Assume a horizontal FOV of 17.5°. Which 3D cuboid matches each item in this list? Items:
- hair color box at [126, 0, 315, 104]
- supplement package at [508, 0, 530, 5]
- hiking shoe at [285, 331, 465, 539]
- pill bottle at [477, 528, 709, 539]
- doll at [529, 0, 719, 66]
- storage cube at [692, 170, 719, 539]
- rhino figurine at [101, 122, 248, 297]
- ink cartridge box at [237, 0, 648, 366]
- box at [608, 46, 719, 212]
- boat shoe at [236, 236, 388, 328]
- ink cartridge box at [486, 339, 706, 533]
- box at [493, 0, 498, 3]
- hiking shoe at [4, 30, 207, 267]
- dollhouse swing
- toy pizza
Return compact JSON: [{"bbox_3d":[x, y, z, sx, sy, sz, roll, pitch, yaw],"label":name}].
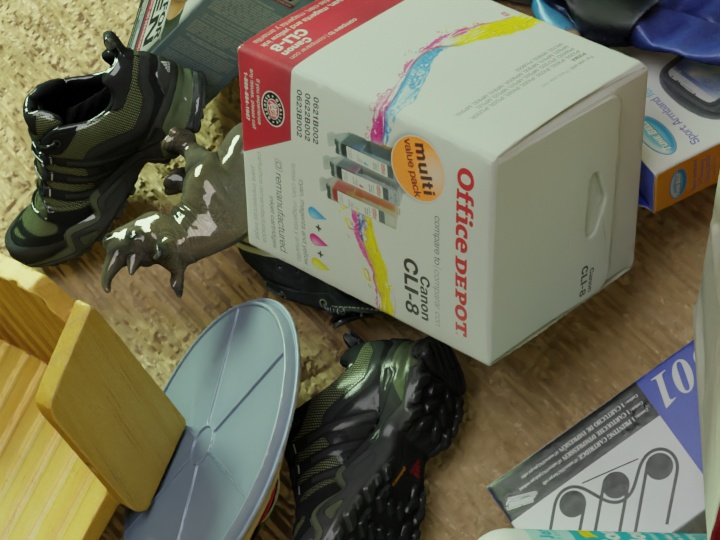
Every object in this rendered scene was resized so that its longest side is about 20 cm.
[{"bbox_3d":[-0.087,-0.188,1.562,0.200,0.060,0.099,-36,34,50],"label":"hair color box"},{"bbox_3d":[0.066,-0.261,1.579,0.199,0.114,0.110,14,73,25],"label":"supplement package"},{"bbox_3d":[-0.011,0.130,1.444,0.100,0.076,0.201,5,58,42],"label":"hiking shoe"},{"bbox_3d":[0.124,0.199,1.292,0.199,0.111,0.111,3,63,-11],"label":"pill bottle"},{"bbox_3d":[0.170,-0.167,1.444,0.199,0.049,0.137,17,42,21],"label":"doll"},{"bbox_3d":[0.282,0.037,1.271,0.179,0.171,0.201,2,51,0],"label":"storage cube"},{"bbox_3d":[-0.091,-0.053,1.503,0.200,0.060,0.087,-42,54,-18],"label":"rhino figurine"},{"bbox_3d":[0.049,-0.067,1.386,0.200,0.146,0.144,26,42,34],"label":"ink cartridge box"},{"bbox_3d":[0.212,-0.114,1.451,0.199,0.042,0.119,-25,53,-18],"label":"box"},{"bbox_3d":[0.000,0.000,1.492,0.199,0.062,0.075,16,47,42],"label":"boat shoe"},{"bbox_3d":[0.184,0.112,1.392,0.200,0.044,0.094,-36,59,2],"label":"ink cartridge box"},{"bbox_3d":[0.083,-0.082,1.527,0.200,0.044,0.160,36,83,31],"label":"box"},{"bbox_3d":[-0.193,-0.085,1.575,0.200,0.100,0.076,-44,30,28],"label":"hiking shoe"},{"bbox_3d":[-0.248,0.102,1.489,0.200,0.182,0.176,25,68,40],"label":"dollhouse swing"},{"bbox_3d":[-0.086,0.114,1.460,0.200,0.032,0.201,-44,33,38],"label":"toy pizza"}]
